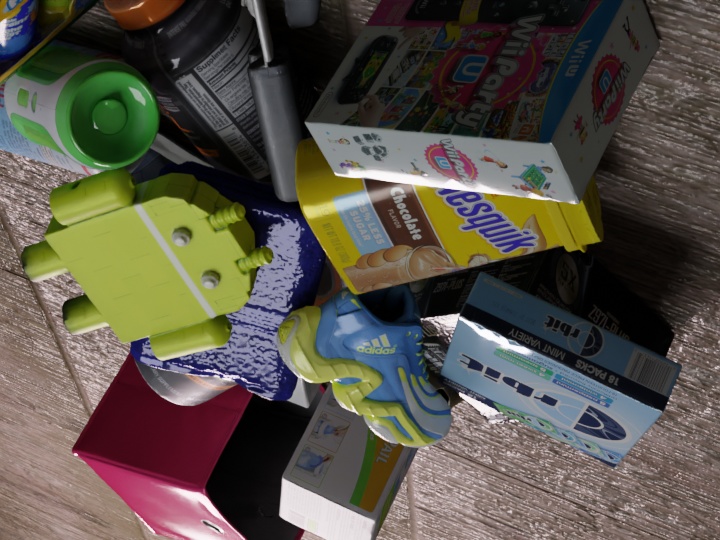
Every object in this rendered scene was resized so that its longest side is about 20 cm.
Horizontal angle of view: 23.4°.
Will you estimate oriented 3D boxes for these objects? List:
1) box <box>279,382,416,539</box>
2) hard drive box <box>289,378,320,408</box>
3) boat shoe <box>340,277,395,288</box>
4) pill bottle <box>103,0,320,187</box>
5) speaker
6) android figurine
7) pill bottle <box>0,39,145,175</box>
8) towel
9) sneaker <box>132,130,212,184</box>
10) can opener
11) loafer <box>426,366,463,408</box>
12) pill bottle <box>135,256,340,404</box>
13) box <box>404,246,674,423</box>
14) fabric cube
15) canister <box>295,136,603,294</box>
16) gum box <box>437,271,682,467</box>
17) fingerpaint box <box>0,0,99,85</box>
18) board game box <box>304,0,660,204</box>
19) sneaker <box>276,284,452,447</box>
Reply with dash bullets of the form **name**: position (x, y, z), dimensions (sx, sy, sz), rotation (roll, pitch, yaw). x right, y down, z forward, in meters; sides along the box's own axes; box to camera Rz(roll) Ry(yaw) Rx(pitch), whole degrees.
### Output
- **box**: position (0.007, 0.162, 1.735), dimensions (0.101, 0.201, 0.113), rotation (24, 153, 8)
- **hard drive box**: position (-0.114, 0.041, 1.776), dimensions (0.155, 0.077, 0.200), rotation (20, 153, 16)
- **boat shoe**: position (0.000, 0.000, 1.592), dimensions (0.067, 0.072, 0.200), rotation (13, 148, 25)
- **pill bottle**: position (-0.117, -0.162, 1.371), dimensions (0.106, 0.107, 0.200), rotation (3, 144, 42)
- **speaker**: position (-0.221, -0.130, 1.364), dimensions (0.088, 0.089, 0.200), rotation (41, 172, -25)
- **android figurine**: position (-0.164, -0.007, 1.371), dimensions (0.199, 0.041, 0.183), rotation (-14, 126, 24)
- **pill bottle**: position (-0.288, -0.155, 1.554), dimensions (0.199, 0.109, 0.109), rotation (16, 152, 23)
- **towel**: position (-0.107, 0.007, 1.428), dimensions (0.147, 0.050, 0.201), rotation (15, 128, 1)
- **sneaker**: position (-0.169, -0.035, 1.602), dimensions (0.201, 0.147, 0.077), rotation (28, 168, 3)
- **can opener**: position (-0.050, -0.151, 1.308), dimensions (0.066, 0.053, 0.201), rotation (-10, 120, 3)
- **loafer**: position (0.068, 0.107, 1.635), dimensions (0.199, 0.068, 0.076), rotation (6, 158, -44)
- **pill bottle**: position (-0.108, 0.039, 1.559), dimensions (0.106, 0.107, 0.200), rotation (40, 133, -23)
- **box**: position (0.143, 0.052, 1.525), dimensions (0.164, 0.086, 0.199), rotation (40, 152, -25)
- **fabric cube**: position (-0.163, 0.192, 1.961), dimensions (0.198, 0.201, 0.196), rotation (10, 150, 35)
- **canister**: position (0.067, -0.061, 1.299), dimensions (0.199, 0.087, 0.149), rotation (-14, 140, 16)
- **gum box**: position (0.153, 0.083, 1.393), dimensions (0.169, 0.045, 0.200), rotation (25, 162, 6)
- **fingerpaint box**: position (-0.274, -0.214, 1.311), dimensions (0.073, 0.200, 0.167), rotation (41, 155, 6)
- **board game box**: position (0.083, -0.127, 1.187), dimensions (0.199, 0.148, 0.064), rotation (8, 146, 35)
- **sneaker**: position (0.030, 0.075, 1.417), dimensions (0.105, 0.076, 0.200), rotation (-38, 134, 24)
